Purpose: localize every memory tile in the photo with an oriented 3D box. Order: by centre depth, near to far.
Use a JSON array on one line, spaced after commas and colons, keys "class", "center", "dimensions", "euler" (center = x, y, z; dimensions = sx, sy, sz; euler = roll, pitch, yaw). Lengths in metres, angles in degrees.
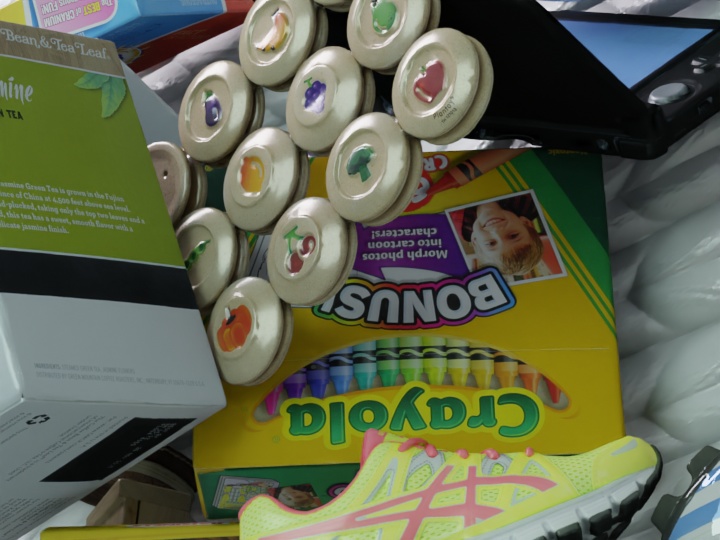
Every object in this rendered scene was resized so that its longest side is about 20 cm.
[{"class": "memory tile", "center": [-0.031, -0.059, 1.209], "dimensions": [0.200, 0.017, 0.154], "euler": [-51, 47, 21]}]

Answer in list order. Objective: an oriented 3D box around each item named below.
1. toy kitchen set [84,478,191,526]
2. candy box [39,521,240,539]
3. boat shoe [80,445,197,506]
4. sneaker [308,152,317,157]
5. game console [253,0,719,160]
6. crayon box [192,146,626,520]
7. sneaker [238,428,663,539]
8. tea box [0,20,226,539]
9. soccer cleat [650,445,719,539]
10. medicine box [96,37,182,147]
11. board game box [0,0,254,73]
[{"class": "toy kitchen set", "center": [-0.200, 0.204, 1.315], "dimensions": [0.200, 0.180, 0.164], "euler": [131, 149, -54]}, {"class": "candy box", "center": [-0.048, 0.168, 1.235], "dimensions": [0.199, 0.026, 0.103], "euler": [-2, 90, 1]}, {"class": "boat shoe", "center": [-0.153, 0.085, 1.473], "dimensions": [0.202, 0.075, 0.075], "euler": [9, 67, 48]}, {"class": "sneaker", "center": [0.000, 0.000, 1.369], "dimensions": [0.114, 0.076, 0.200], "euler": [-37, 59, -4]}, {"class": "game console", "center": [0.076, -0.124, 1.284], "dimensions": [0.176, 0.117, 0.199], "euler": [-34, 29, -33]}, {"class": "crayon box", "center": [0.022, 0.028, 1.263], "dimensions": [0.199, 0.058, 0.173], "euler": [-3, 55, 2]}, {"class": "sneaker", "center": [0.036, 0.103, 1.164], "dimensions": [0.199, 0.078, 0.091], "euler": [-19, 67, -11]}, {"class": "tea box", "center": [-0.196, 0.015, 1.233], "dimensions": [0.200, 0.133, 0.198], "euler": [-33, 65, 33]}, {"class": "soccer cleat", "center": [0.210, 0.067, 1.136], "dimensions": [0.086, 0.070, 0.201], "euler": [37, 96, 34]}, {"class": "medicine box", "center": [-0.202, -0.008, 1.481], "dimensions": [0.200, 0.103, 0.183], "euler": [-24, 27, 55]}, {"class": "board game box", "center": [-0.173, -0.133, 1.559], "dimensions": [0.199, 0.153, 0.041], "euler": [-22, 86, 28]}]
